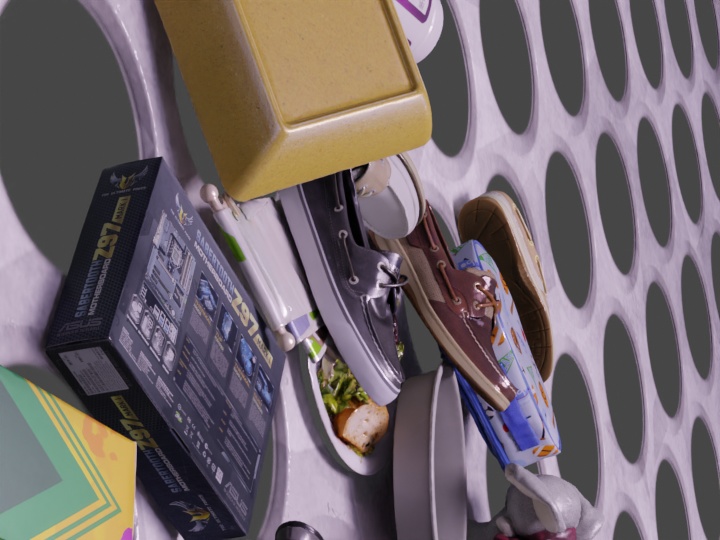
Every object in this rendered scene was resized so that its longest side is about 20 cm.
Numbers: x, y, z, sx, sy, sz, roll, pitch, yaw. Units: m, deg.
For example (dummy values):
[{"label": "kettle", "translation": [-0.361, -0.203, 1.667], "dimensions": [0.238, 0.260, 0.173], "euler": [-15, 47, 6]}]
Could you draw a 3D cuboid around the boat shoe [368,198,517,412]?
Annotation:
[{"label": "boat shoe", "translation": [0.084, 0.025, 1.630], "dimensions": [0.201, 0.072, 0.072], "euler": [58, 3, 27]}]

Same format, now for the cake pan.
[{"label": "cake pan", "translation": [0.059, 0.175, 1.612], "dimensions": [0.200, 0.036, 0.202], "euler": [-2, 90, -80]}]

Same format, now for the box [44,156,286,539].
[{"label": "box", "translation": [-0.119, 0.053, 1.241], "dimensions": [0.158, 0.051, 0.201], "euler": [-79, 150, -42]}]

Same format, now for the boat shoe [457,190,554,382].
[{"label": "boat shoe", "translation": [0.156, 0.014, 1.927], "dimensions": [0.066, 0.073, 0.201], "euler": [-41, 119, -59]}]

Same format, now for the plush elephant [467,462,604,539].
[{"label": "plush elephant", "translation": [0.152, 0.252, 1.721], "dimensions": [0.165, 0.199, 0.156], "euler": [41, 23, -57]}]

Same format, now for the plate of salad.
[{"label": "plate of salad", "translation": [0.004, 0.063, 1.556], "dimensions": [0.200, 0.048, 0.202], "euler": [-10, 90, -68]}]

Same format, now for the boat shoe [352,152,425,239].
[{"label": "boat shoe", "translation": [-0.013, -0.089, 1.553], "dimensions": [0.200, 0.074, 0.069], "euler": [55, 39, -36]}]

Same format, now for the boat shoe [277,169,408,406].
[{"label": "boat shoe", "translation": [0.000, 0.000, 1.430], "dimensions": [0.070, 0.066, 0.201], "euler": [43, 23, -61]}]

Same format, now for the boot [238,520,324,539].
[{"label": "boot", "translation": [-0.058, 0.219, 1.323], "dimensions": [0.132, 0.069, 0.201], "euler": [-78, 164, -47]}]

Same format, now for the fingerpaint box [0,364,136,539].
[{"label": "fingerpaint box", "translation": [-0.216, 0.089, 0.776], "dimensions": [0.167, 0.199, 0.074], "euler": [42, 43, -57]}]

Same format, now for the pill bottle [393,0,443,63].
[{"label": "pill bottle", "translation": [-0.005, -0.229, 1.566], "dimensions": [0.200, 0.111, 0.113], "euler": [26, 57, -65]}]

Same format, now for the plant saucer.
[{"label": "plant saucer", "translation": [-0.040, -0.169, 1.373], "dimensions": [0.199, 0.048, 0.201], "euler": [-19, 88, -39]}]

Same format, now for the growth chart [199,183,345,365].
[{"label": "growth chart", "translation": [-0.051, 0.005, 1.399], "dimensions": [0.146, 0.018, 0.200], "euler": [64, 12, 6]}]

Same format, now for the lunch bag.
[{"label": "lunch bag", "translation": [0.115, 0.080, 1.749], "dimensions": [0.161, 0.075, 0.201], "euler": [-103, 167, -49]}]
